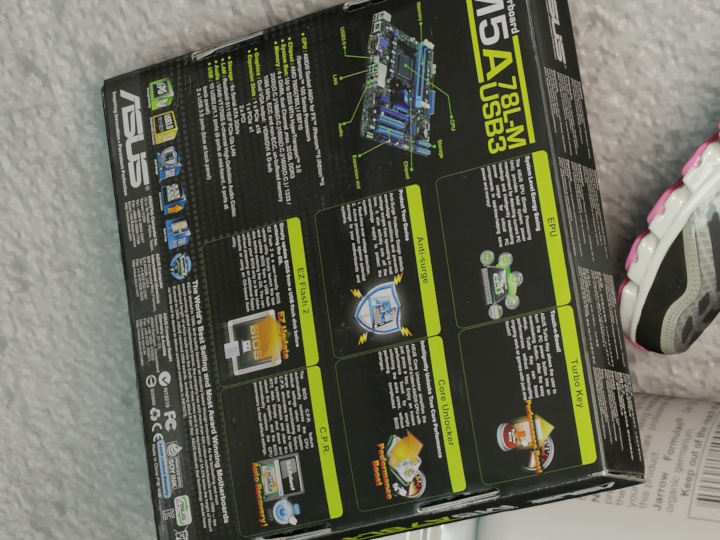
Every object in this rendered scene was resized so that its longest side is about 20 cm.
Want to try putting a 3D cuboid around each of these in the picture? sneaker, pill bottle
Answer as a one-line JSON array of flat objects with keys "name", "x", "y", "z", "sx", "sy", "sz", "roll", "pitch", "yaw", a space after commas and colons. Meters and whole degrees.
[{"name": "sneaker", "x": 0.170, "y": -0.033, "z": 0.932, "sx": 0.087, "sy": 0.074, "sz": 0.200, "roll": 39, "pitch": 117, "yaw": 7}, {"name": "pill bottle", "x": 0.101, "y": 0.104, "z": 1.000, "sx": 0.199, "sy": 0.114, "sz": 0.115, "roll": 6, "pitch": 116, "yaw": 20}]

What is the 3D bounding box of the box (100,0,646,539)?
[{"name": "box", "x": 0.000, "y": 0.000, "z": 0.978, "sx": 0.192, "sy": 0.047, "sz": 0.201, "roll": -15, "pitch": 76, "yaw": 24}]
